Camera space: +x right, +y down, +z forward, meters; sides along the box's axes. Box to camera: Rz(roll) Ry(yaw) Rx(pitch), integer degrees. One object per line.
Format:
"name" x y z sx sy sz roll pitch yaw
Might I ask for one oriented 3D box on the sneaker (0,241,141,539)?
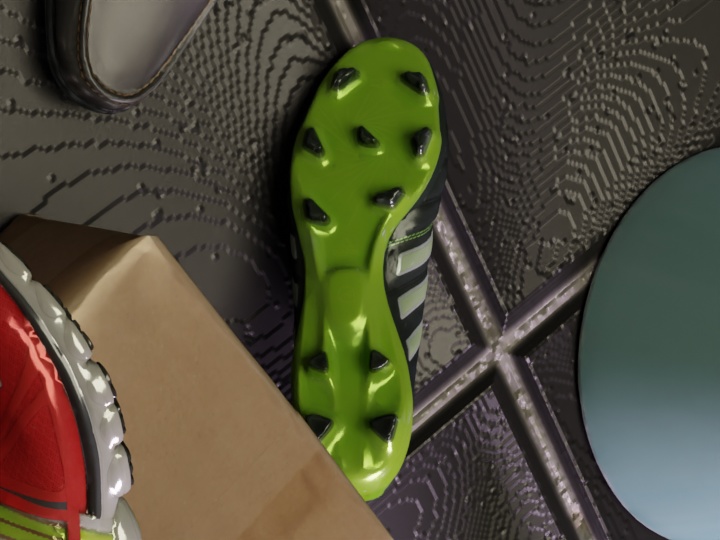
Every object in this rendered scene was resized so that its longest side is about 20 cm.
"sneaker" -0.122 0.079 0.757 0.085 0.077 0.201 -23 108 -26

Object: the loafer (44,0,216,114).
"loafer" -0.066 -0.156 0.893 0.073 0.072 0.201 23 83 -36

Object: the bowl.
"bowl" 0.213 0.042 1.097 0.200 0.105 0.202 -4 97 -35

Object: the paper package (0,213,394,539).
"paper package" -0.119 0.109 0.868 0.200 0.103 0.191 -48 120 -22

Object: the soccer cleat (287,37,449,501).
"soccer cleat" 0.000 0.000 0.969 0.067 0.081 0.201 5 72 2
